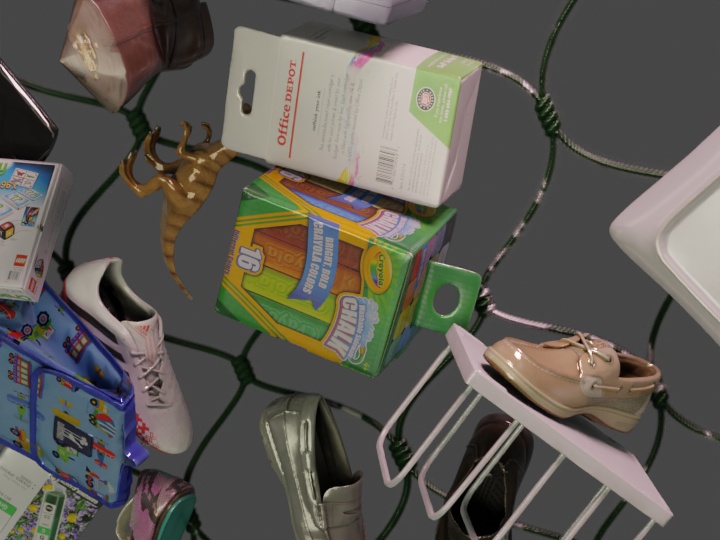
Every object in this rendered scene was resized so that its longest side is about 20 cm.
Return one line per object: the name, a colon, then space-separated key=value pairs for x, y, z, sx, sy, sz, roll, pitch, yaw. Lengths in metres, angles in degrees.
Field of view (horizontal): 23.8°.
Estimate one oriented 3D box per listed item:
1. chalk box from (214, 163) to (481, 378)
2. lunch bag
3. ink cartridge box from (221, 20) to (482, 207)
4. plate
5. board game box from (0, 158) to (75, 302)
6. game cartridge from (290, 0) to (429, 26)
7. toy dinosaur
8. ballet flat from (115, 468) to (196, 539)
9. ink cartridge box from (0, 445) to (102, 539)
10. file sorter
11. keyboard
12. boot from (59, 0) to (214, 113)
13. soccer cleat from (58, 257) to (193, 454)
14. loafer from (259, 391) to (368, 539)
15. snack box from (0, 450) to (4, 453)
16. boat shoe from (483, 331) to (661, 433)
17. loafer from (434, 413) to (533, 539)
chalk box: x=0.000 y=0.000 z=1.443 sx=0.200 sy=0.124 sz=0.125 roll=21 pitch=116 yaw=14
lunch bag: x=-0.268 y=0.120 z=1.572 sx=0.200 sy=0.094 sz=0.151 roll=34 pitch=136 yaw=23
ink cartridge box: x=-0.009 y=-0.137 z=1.429 sx=0.200 sy=0.067 sz=0.117 roll=16 pitch=114 yaw=15
plate: x=0.328 y=-0.020 z=1.354 sx=0.200 sy=0.032 sz=0.200 roll=46 pitch=118 yaw=2
board game box: x=-0.371 y=-0.043 z=1.568 sx=0.200 sy=0.035 sz=0.126 roll=6 pitch=69 yaw=20
game cartridge: x=-0.050 y=-0.246 z=1.370 sx=0.200 sy=0.133 sz=0.042 roll=20 pitch=107 yaw=14
toy dinosaur: x=-0.162 y=-0.068 z=1.522 sx=0.106 sy=0.060 sz=0.200 roll=35 pitch=118 yaw=6
ballet flat: x=-0.215 y=0.280 z=1.673 sx=0.071 sy=0.069 sz=0.200 roll=30 pitch=114 yaw=30
ink cartridge box: x=-0.341 y=0.256 z=1.687 sx=0.109 sy=0.050 sz=0.200 roll=34 pitch=108 yaw=-8
file sorter: x=0.124 y=0.164 z=1.384 sx=0.200 sy=0.139 sz=0.125 roll=37 pitch=98 yaw=-11
keyboard: x=-0.375 y=-0.164 z=1.598 sx=0.127 sy=0.021 sz=0.200 roll=-39 pitch=90 yaw=28
boot: x=-0.195 y=-0.236 z=1.394 sx=0.064 sy=0.200 sz=0.187 roll=-15 pitch=103 yaw=26
soccer cleat: x=-0.207 y=0.079 z=1.587 sx=0.085 sy=0.069 sz=0.200 roll=-28 pitch=91 yaw=43
loafer: x=-0.028 y=0.206 z=1.560 sx=0.070 sy=0.070 sz=0.200 roll=-16 pitch=102 yaw=35
snack box: x=-0.450 y=0.230 z=1.760 sx=0.200 sy=0.037 sz=0.116 roll=8 pitch=112 yaw=20
boat shoe: x=0.174 y=0.079 z=1.374 sx=0.065 sy=0.200 sz=0.072 roll=-55 pitch=48 yaw=13
loafer: x=0.097 y=0.223 z=1.513 sx=0.073 sy=0.071 sz=0.200 roll=17 pitch=114 yaw=16
